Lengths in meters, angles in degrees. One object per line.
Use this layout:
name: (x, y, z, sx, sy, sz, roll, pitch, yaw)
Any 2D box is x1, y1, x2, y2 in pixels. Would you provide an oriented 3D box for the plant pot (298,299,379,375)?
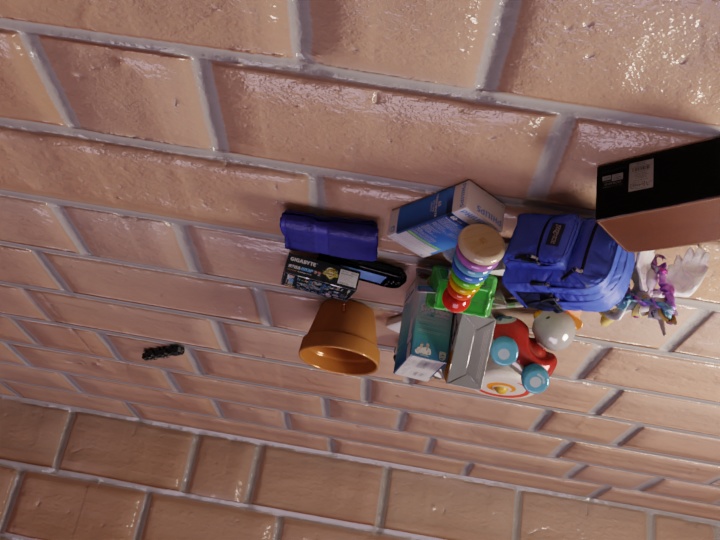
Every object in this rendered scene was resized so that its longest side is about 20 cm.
plant pot: (-0.042, 0.160, 1.994, 0.199, 0.141, 0.200, 9, 155, 4)

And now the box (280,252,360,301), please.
box: (-0.091, 0.018, 1.762, 0.158, 0.046, 0.200, 15, 170, -5)

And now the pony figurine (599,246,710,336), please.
pony figurine: (0.518, 0.021, 1.460, 0.166, 0.194, 0.200, 25, 171, -22)

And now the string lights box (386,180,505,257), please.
string lights box: (0.155, -0.090, 1.485, 0.102, 0.059, 0.199, 29, 149, -34)

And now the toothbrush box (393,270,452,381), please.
toothbrush box: (0.141, 0.123, 1.771, 0.085, 0.201, 0.147, 13, 154, -8)

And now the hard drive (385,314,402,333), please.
hard drive: (0.174, 0.132, 1.982, 0.131, 0.026, 0.200, 26, 151, -30)

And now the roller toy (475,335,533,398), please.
roller toy: (0.352, 0.236, 1.995, 0.181, 0.141, 0.200, 1, 153, 18)

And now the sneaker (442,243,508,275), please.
sneaker: (0.258, -0.019, 1.585, 0.199, 0.077, 0.081, 10, 165, 5)

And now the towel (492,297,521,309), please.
towel: (0.359, 0.062, 1.693, 0.199, 0.024, 0.152, -7, 179, 35)

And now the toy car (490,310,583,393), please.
toy car: (0.398, 0.135, 1.798, 0.177, 0.184, 0.200, 41, 106, -4)

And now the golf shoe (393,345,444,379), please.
golf shoe: (0.187, 0.233, 2.137, 0.199, 0.078, 0.088, 10, 148, 0)

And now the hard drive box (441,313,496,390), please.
hard drive box: (0.226, 0.152, 1.754, 0.076, 0.157, 0.200, 11, -172, -2)

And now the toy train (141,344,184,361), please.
toy train: (-0.628, 0.263, 2.574, 0.199, 0.034, 0.046, -12, 159, 38)

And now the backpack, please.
backpack: (0.359, -0.014, 1.399, 0.199, 0.163, 0.168, 8, 160, 39)

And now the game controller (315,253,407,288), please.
game controller: (0.000, 0.000, 1.757, 0.199, 0.042, 0.104, 16, 154, -9)

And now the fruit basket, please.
fruit basket: (0.203, 0.027, 1.641, 0.184, 0.094, 0.200, 11, -161, 3)

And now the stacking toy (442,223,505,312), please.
stacking toy: (0.191, 0.009, 1.459, 0.085, 0.086, 0.201, 13, 140, -4)

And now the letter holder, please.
letter holder: (0.491, -0.109, 1.266, 0.199, 0.101, 0.142, -11, 149, 39)

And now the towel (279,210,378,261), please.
towel: (-0.060, -0.072, 1.630, 0.199, 0.050, 0.148, 9, 162, 2)
